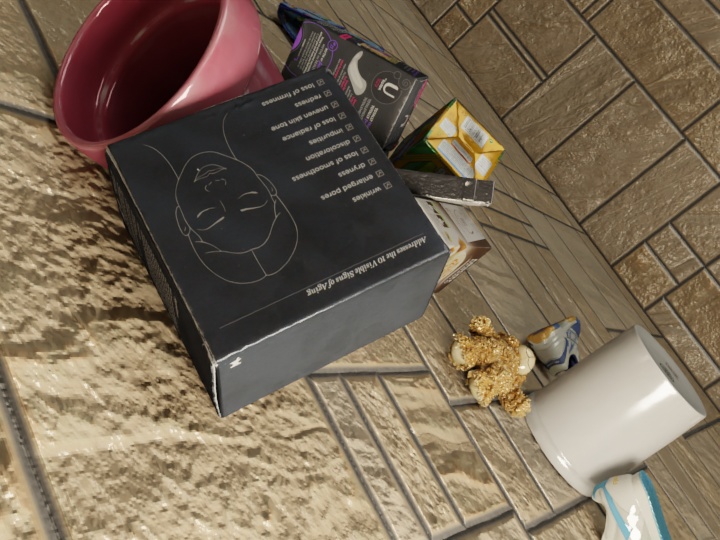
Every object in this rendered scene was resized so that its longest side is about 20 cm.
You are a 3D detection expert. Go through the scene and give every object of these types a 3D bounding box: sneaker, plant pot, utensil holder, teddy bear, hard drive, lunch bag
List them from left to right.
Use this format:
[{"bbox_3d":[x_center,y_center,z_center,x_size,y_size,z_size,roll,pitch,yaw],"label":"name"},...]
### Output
[{"bbox_3d":[-0.150,-0.156,0.756,0.179,0.199,0.201,40,21,-51],"label":"plant pot"},{"bbox_3d":[-0.074,-0.446,1.556,0.199,0.094,0.151,38,22,5],"label":"lunch bag"},{"bbox_3d":[0.083,-0.121,1.157,0.198,0.038,0.140,6,4,-3],"label":"hard drive"},{"bbox_3d":[0.190,0.130,1.117,0.199,0.067,0.146,25,34,-46],"label":"teddy bear"},{"bbox_3d":[0.357,0.139,1.450,0.199,0.075,0.089,-11,74,-59],"label":"sneaker"},{"bbox_3d":[0.364,0.199,1.164,0.170,0.200,0.171,40,24,-21],"label":"utensil holder"},{"bbox_3d":[0.367,0.372,1.064,0.076,0.080,0.202,12,62,-60],"label":"sneaker"}]

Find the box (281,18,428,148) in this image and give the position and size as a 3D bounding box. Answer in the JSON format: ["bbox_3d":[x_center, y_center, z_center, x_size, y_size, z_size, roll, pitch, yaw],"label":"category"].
[{"bbox_3d":[-0.012,-0.294,1.266,0.199,0.123,0.106,31,20,7],"label":"box"}]

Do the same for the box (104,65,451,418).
[{"bbox_3d":[-0.068,-0.027,0.648,0.198,0.199,0.124,58,-20,22],"label":"box"}]

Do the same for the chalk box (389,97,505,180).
[{"bbox_3d":[0.115,-0.164,1.334,0.125,0.200,0.124,43,54,-10],"label":"chalk box"}]

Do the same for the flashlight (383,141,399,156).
[{"bbox_3d":[0.021,-0.217,1.374,0.068,0.067,0.200,51,25,-7],"label":"flashlight"}]

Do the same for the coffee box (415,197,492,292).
[{"bbox_3d":[0.093,-0.030,1.125,0.080,0.114,0.200,56,22,15],"label":"coffee box"}]
